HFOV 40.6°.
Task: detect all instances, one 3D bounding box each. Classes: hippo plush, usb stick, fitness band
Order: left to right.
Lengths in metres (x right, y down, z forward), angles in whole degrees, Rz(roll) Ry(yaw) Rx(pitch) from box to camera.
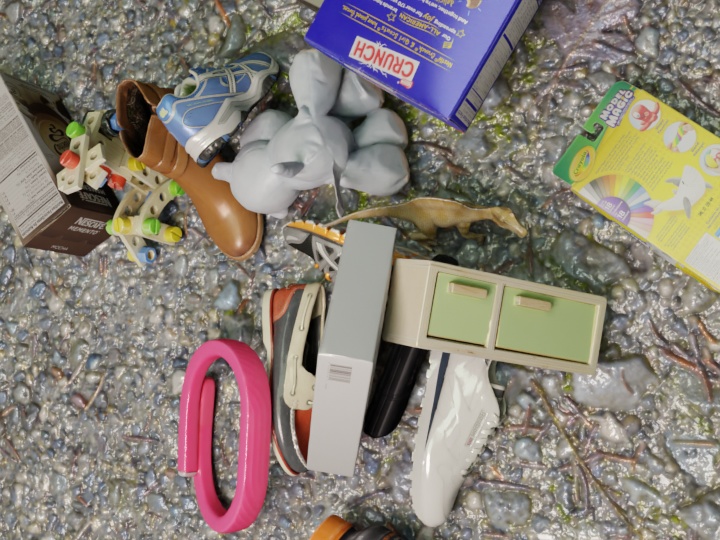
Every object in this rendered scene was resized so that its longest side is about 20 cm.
[{"bbox_3d":[-0.145,0.172,1.023,0.143,0.037,0.202,2,90,54],"label":"fitness band"},{"bbox_3d":[-0.052,-0.109,1.014,0.160,0.159,0.201,-29,40,44],"label":"hippo plush"},{"bbox_3d":[0.048,0.078,0.955,0.032,0.055,0.201,29,116,20],"label":"usb stick"}]

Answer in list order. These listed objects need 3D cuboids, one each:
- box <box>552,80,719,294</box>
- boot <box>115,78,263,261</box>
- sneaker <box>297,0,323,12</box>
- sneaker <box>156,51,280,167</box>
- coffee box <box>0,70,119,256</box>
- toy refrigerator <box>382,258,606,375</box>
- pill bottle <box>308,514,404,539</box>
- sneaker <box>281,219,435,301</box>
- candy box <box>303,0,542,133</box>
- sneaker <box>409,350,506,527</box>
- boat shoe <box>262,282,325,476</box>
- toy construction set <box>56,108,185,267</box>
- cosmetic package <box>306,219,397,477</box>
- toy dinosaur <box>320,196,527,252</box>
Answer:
[{"bbox_3d":[0.291,-0.080,0.914,0.200,0.048,0.118,39,99,18],"label":"box"},{"bbox_3d":[-0.183,-0.109,1.042,0.076,0.155,0.201,-21,77,18],"label":"boot"},{"bbox_3d":[0.023,-0.300,1.025,0.199,0.075,0.107,31,98,22],"label":"sneaker"},{"bbox_3d":[-0.145,-0.190,1.024,0.077,0.200,0.076,40,124,-11],"label":"sneaker"},{"bbox_3d":[-0.373,-0.122,1.141,0.080,0.113,0.201,-37,74,14],"label":"coffee box"},{"bbox_3d":[0.126,0.044,0.885,0.070,0.199,0.077,5,84,63],"label":"toy refrigerator"},{"bbox_3d":[0.035,0.318,0.939,0.199,0.106,0.107,29,95,22],"label":"pill bottle"},{"bbox_3d":[0.000,0.000,1.005,0.199,0.078,0.078,24,104,24],"label":"sneaker"},{"bbox_3d":[0.070,-0.253,0.883,0.169,0.077,0.201,33,96,20],"label":"candy box"},{"bbox_3d":[0.099,0.154,0.953,0.080,0.076,0.202,10,89,12],"label":"sneaker"},{"bbox_3d":[-0.061,0.112,1.021,0.062,0.071,0.202,-9,77,17],"label":"boat shoe"},{"bbox_3d":[-0.266,-0.098,1.065,0.091,0.200,0.132,9,72,22],"label":"toy construction set"},{"bbox_3d":[-0.009,0.076,0.906,0.051,0.201,0.152,9,51,0],"label":"cosmetic package"},{"bbox_3d":[0.069,-0.057,0.965,0.198,0.101,0.059,2,79,16],"label":"toy dinosaur"}]
